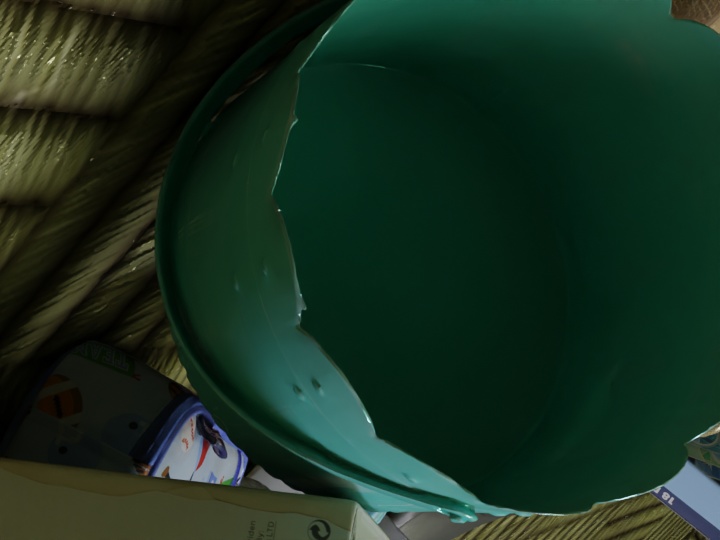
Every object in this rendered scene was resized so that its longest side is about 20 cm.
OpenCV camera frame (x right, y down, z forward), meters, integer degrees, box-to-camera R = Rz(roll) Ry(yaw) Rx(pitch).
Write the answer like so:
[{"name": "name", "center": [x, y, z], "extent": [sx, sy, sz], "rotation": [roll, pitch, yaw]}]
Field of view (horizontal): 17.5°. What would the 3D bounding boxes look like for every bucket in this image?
[{"name": "bucket", "center": [0.033, -0.008, 0.825], "extent": [0.207, 0.208, 0.135], "rotation": [-34, -175, -29]}]

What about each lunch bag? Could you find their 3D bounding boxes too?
[{"name": "lunch bag", "center": [-0.118, 0.130, 0.983], "extent": [0.200, 0.075, 0.160], "rotation": [-61, 165, -11]}]

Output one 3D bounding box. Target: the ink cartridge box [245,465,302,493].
[{"name": "ink cartridge box", "center": [-0.011, 0.103, 1.307], "extent": [0.198, 0.047, 0.200], "rotation": [-47, 173, 9]}]

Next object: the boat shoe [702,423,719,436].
[{"name": "boat shoe", "center": [0.185, 0.050, 1.266], "extent": [0.075, 0.075, 0.202], "rotation": [-36, 156, 27]}]

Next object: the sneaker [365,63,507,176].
[{"name": "sneaker", "center": [-0.004, -0.028, 0.971], "extent": [0.202, 0.067, 0.108], "rotation": [-62, -171, 3]}]

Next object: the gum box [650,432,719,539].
[{"name": "gum box", "center": [0.202, 0.048, 1.399], "extent": [0.200, 0.170, 0.045], "rotation": [-42, 167, -42]}]

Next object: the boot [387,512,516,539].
[{"name": "boot", "center": [0.061, 0.160, 1.603], "extent": [0.138, 0.078, 0.200], "rotation": [-43, 152, 12]}]

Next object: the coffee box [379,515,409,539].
[{"name": "coffee box", "center": [-0.036, 0.243, 1.444], "extent": [0.200, 0.114, 0.080], "rotation": [-41, 136, -4]}]

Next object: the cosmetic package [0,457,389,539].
[{"name": "cosmetic package", "center": [-0.096, 0.113, 0.847], "extent": [0.104, 0.199, 0.073], "rotation": [66, 32, -75]}]

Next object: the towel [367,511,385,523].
[{"name": "towel", "center": [0.065, 0.050, 1.155], "extent": [0.200, 0.022, 0.147], "rotation": [-45, 178, -1]}]

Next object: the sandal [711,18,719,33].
[{"name": "sandal", "center": [0.199, -0.133, 1.167], "extent": [0.078, 0.070, 0.212], "rotation": [-40, 164, -13]}]

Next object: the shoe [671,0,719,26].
[{"name": "shoe", "center": [0.117, -0.115, 1.059], "extent": [0.200, 0.053, 0.070], "rotation": [-52, 152, 17]}]

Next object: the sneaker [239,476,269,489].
[{"name": "sneaker", "center": [-0.128, 0.166, 1.167], "extent": [0.200, 0.075, 0.087], "rotation": [-30, 168, -15]}]
